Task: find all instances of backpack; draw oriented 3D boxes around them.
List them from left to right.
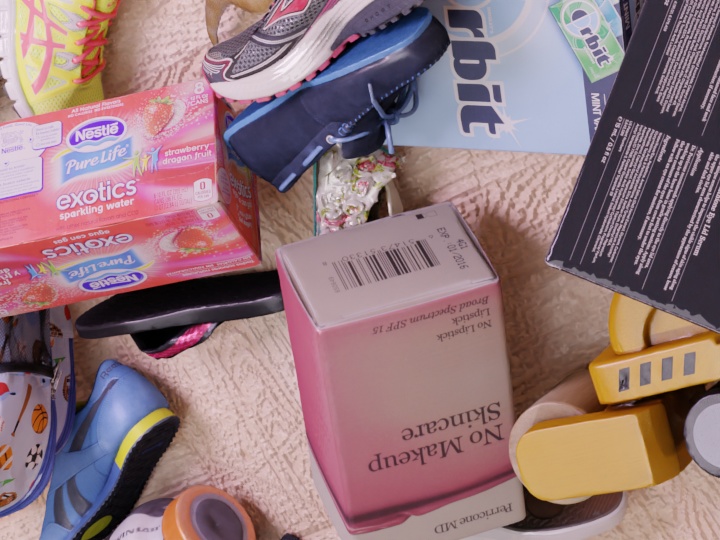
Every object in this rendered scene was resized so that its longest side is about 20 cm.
[{"bbox_3d":[-0.302,0.092,1.762,0.199,0.154,0.192,-12,70,36],"label":"backpack"}]

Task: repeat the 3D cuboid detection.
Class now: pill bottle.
[{"bbox_3d":[-0.160,0.243,1.828,0.106,0.106,0.200,43,127,-1],"label":"pill bottle"}]

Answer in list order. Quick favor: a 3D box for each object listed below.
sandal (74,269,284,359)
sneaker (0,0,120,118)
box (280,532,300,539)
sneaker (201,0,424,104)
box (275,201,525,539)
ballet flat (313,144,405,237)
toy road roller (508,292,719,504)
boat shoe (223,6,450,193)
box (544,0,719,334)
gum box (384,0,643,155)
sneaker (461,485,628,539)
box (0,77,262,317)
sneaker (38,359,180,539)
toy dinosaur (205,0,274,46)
[{"bbox_3d":[-0.118,0.036,1.711,0.199,0.075,0.045,-7,113,27],"label":"sandal"},{"bbox_3d":[-0.198,-0.174,1.632,0.090,0.078,0.201,-1,116,25],"label":"sneaker"},{"bbox_3d":[-0.047,0.314,1.751,0.148,0.200,0.107,29,126,10],"label":"box"},{"bbox_3d":[-0.028,-0.173,1.485,0.200,0.081,0.075,-33,109,35],"label":"sneaker"},{"bbox_3d":[0.028,0.076,1.591,0.127,0.109,0.201,-15,124,-10],"label":"box"},{"bbox_3d":[0.000,0.000,1.633,0.064,0.076,0.201,8,123,13],"label":"ballet flat"},{"bbox_3d":[0.187,0.058,1.543,0.199,0.123,0.147,-15,97,27],"label":"toy road roller"},{"bbox_3d":[-0.003,-0.107,1.526,0.069,0.084,0.200,52,144,-11],"label":"boat shoe"},{"bbox_3d":[0.215,-0.071,1.428,0.141,0.079,0.201,23,96,17],"label":"box"},{"bbox_3d":[0.079,-0.161,1.518,0.199,0.045,0.171,5,118,26],"label":"gum box"},{"bbox_3d":[0.100,0.174,1.695,0.199,0.073,0.085,-6,145,23],"label":"sneaker"},{"bbox_3d":[-0.175,-0.048,1.624,0.199,0.103,0.095,-12,151,12],"label":"box"},{"bbox_3d":[-0.206,0.147,1.830,0.078,0.066,0.200,45,129,16],"label":"sneaker"},{"bbox_3d":[-0.088,-0.205,1.553,0.101,0.058,0.200,57,145,10],"label":"toy dinosaur"}]
